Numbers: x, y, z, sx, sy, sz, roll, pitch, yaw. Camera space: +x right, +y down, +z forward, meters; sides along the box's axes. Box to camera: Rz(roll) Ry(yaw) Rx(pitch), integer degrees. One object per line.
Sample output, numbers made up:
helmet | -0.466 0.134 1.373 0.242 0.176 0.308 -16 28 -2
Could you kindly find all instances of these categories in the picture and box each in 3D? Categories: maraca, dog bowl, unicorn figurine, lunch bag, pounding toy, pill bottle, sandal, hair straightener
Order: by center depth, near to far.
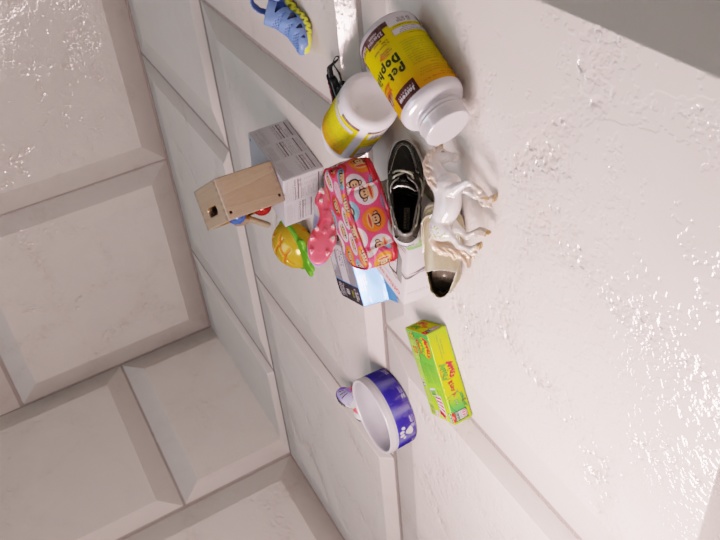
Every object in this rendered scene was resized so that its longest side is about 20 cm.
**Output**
pill bottle | 0.087 -0.297 1.261 0.202 0.108 0.110 60 159 20
unicorn figurine | 0.151 -0.114 1.302 0.136 0.074 0.203 21 101 28
lunch bag | -0.007 -0.104 1.496 0.176 0.081 0.203 -169 62 -71
pill bottle | -0.008 -0.278 1.503 0.111 0.108 0.200 66 159 4
hair straightener | -0.028 -0.332 1.638 0.077 0.040 0.203 25 129 56
sandal | -0.169 -0.533 1.711 0.201 0.086 0.080 58 156 20
pounding toy | -0.283 -0.161 1.959 0.199 0.182 0.144 -13 98 60
dog bowl | 0.059 0.355 2.045 0.201 0.078 0.202 52 154 38
maraca | -0.173 -0.061 2.171 0.200 0.106 0.138 41 154 51

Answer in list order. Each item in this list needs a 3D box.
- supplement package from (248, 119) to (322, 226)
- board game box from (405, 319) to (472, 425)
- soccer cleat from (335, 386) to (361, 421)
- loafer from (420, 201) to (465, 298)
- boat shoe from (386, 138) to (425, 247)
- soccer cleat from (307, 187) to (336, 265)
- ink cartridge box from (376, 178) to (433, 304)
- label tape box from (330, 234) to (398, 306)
supplement package | -0.186 -0.243 2.013 0.201 0.110 0.157 54 156 34
board game box | 0.162 0.209 1.678 0.101 0.047 0.203 10 120 66
soccer cleat | -0.013 0.357 2.274 0.200 0.067 0.074 -149 64 -64
loafer | 0.145 -0.030 1.412 0.069 0.074 0.202 -74 -22 -45
boat shoe | 0.081 -0.145 1.410 0.064 0.069 0.203 69 -163 -70
soccer cleat | -0.087 -0.098 1.885 0.077 0.066 0.203 103 171 -66
ink cartridge box | 0.086 -0.059 1.542 0.146 0.083 0.202 54 155 36
label tape box | 0.000 0.000 1.854 0.200 0.063 0.146 24 133 63
